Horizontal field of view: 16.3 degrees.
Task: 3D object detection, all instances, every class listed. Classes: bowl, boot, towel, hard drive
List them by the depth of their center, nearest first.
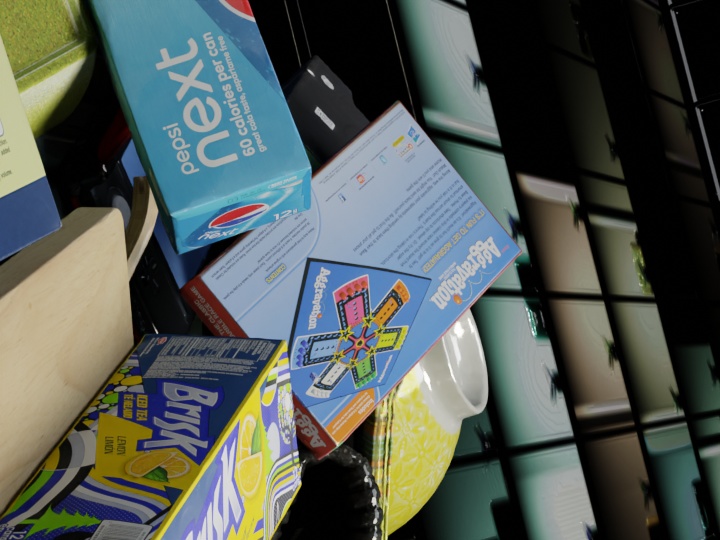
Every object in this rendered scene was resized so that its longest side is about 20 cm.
[{"bbox_3d":[-0.034,0.082,1.242,0.158,0.079,0.211,97,-16,-86],"label":"boot"},{"bbox_3d":[0.002,0.140,1.334,0.086,0.018,0.200,-158,-108,-79],"label":"towel"},{"bbox_3d":[-0.002,-0.036,1.351,0.140,0.038,0.200,46,16,-8],"label":"hard drive"},{"bbox_3d":[0.010,0.057,1.451,0.200,0.108,0.200,-15,90,-74],"label":"bowl"}]

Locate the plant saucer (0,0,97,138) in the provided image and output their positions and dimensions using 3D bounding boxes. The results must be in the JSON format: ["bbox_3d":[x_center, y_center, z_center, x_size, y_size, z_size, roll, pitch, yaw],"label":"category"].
[{"bbox_3d":[-0.183,-0.134,1.047,0.200,0.048,0.200,-42,116,-59],"label":"plant saucer"}]

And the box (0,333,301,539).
[{"bbox_3d":[-0.078,0.092,0.944,0.200,0.064,0.070,-56,144,-65],"label":"box"}]

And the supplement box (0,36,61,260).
[{"bbox_3d":[-0.217,-0.073,0.797,0.200,0.134,0.200,-40,114,-71],"label":"supplement box"}]

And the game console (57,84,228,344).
[{"bbox_3d":[-0.070,-0.079,1.295,0.200,0.119,0.172,-71,142,-61],"label":"game console"}]

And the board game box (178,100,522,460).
[{"bbox_3d":[0.000,0.000,1.225,0.103,0.019,0.200,50,41,-3],"label":"board game box"}]

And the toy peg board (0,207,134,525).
[{"bbox_3d":[-0.158,0.095,0.953,0.200,0.098,0.199,-50,138,-69],"label":"toy peg board"}]

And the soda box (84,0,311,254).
[{"bbox_3d":[-0.086,-0.115,1.131,0.064,0.068,0.200,97,-27,-74],"label":"soda box"}]

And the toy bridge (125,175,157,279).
[{"bbox_3d":[-0.099,0.054,1.179,0.067,0.027,0.200,0,91,-28],"label":"toy bridge"}]
